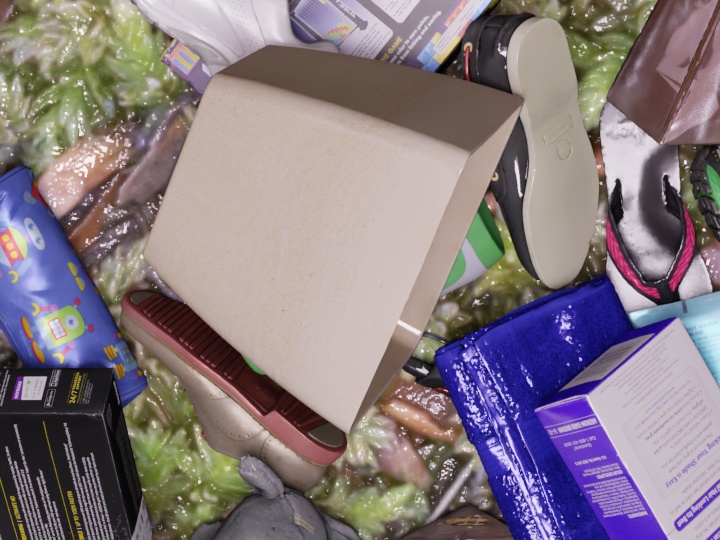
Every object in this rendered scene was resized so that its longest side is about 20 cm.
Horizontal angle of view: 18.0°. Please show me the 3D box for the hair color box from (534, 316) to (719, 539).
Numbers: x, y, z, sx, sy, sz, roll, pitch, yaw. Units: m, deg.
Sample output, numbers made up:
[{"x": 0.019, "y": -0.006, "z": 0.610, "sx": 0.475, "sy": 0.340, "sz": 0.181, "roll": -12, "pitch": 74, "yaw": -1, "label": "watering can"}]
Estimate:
[{"x": 0.216, "y": 0.147, "z": 1.551, "sx": 0.065, "sy": 0.109, "sz": 0.200, "roll": -24, "pitch": 100, "yaw": 54, "label": "hair color box"}]

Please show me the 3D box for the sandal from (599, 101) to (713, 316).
[{"x": 0.207, "y": -0.030, "z": 1.630, "sx": 0.075, "sy": 0.045, "sz": 0.201, "roll": -10, "pitch": 95, "yaw": 9, "label": "sandal"}]

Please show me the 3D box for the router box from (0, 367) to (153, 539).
[{"x": -0.238, "y": 0.157, "z": 1.658, "sx": 0.149, "sy": 0.051, "sz": 0.200, "roll": 0, "pitch": 132, "yaw": 7, "label": "router box"}]

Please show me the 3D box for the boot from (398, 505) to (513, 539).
[{"x": 0.127, "y": 0.271, "z": 1.665, "sx": 0.186, "sy": 0.064, "sz": 0.201, "roll": -5, "pitch": 92, "yaw": 8, "label": "boot"}]

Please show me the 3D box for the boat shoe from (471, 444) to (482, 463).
[{"x": 0.157, "y": 0.181, "z": 1.649, "sx": 0.063, "sy": 0.074, "sz": 0.201, "roll": -42, "pitch": 95, "yaw": 9, "label": "boat shoe"}]

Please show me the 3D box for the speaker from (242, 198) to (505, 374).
[{"x": 0.000, "y": 0.000, "z": 1.642, "sx": 0.199, "sy": 0.088, "sz": 0.089, "roll": -27, "pitch": 93, "yaw": 10, "label": "speaker"}]

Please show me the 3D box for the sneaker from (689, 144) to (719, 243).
[{"x": 0.312, "y": -0.020, "z": 1.610, "sx": 0.200, "sy": 0.078, "sz": 0.085, "roll": 43, "pitch": 94, "yaw": -8, "label": "sneaker"}]

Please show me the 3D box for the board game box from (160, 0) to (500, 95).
[{"x": -0.019, "y": -0.177, "z": 1.638, "sx": 0.165, "sy": 0.057, "sz": 0.200, "roll": 41, "pitch": 101, "yaw": 4, "label": "board game box"}]

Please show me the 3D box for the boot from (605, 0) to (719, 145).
[{"x": 0.286, "y": -0.164, "z": 1.582, "sx": 0.186, "sy": 0.064, "sz": 0.201, "roll": 21, "pitch": 89, "yaw": 19, "label": "boot"}]

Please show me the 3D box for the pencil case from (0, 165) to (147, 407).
[{"x": -0.237, "y": 0.022, "z": 1.679, "sx": 0.087, "sy": 0.078, "sz": 0.200, "roll": -30, "pitch": 92, "yaw": -19, "label": "pencil case"}]

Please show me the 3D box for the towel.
[{"x": 0.153, "y": 0.117, "z": 1.587, "sx": 0.147, "sy": 0.050, "sz": 0.201, "roll": -24, "pitch": 92, "yaw": -18, "label": "towel"}]

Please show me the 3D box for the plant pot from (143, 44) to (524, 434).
[{"x": -0.025, "y": -0.044, "z": 1.492, "sx": 0.177, "sy": 0.200, "sz": 0.201, "roll": 26, "pitch": 110, "yaw": 7, "label": "plant pot"}]

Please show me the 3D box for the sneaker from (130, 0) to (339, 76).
[{"x": -0.095, "y": -0.192, "z": 1.590, "sx": 0.200, "sy": 0.078, "sz": 0.099, "roll": 44, "pitch": 94, "yaw": -7, "label": "sneaker"}]

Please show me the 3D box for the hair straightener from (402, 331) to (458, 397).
[{"x": 0.111, "y": 0.080, "z": 1.649, "sx": 0.200, "sy": 0.041, "sz": 0.077, "roll": 28, "pitch": 142, "yaw": 9, "label": "hair straightener"}]

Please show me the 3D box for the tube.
[{"x": 0.254, "y": 0.116, "z": 1.629, "sx": 0.077, "sy": 0.050, "sz": 0.201, "roll": -15, "pitch": 100, "yaw": 5, "label": "tube"}]

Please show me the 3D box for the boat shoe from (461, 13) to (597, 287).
[{"x": 0.119, "y": -0.085, "z": 1.606, "sx": 0.063, "sy": 0.074, "sz": 0.202, "roll": 13, "pitch": 124, "yaw": 44, "label": "boat shoe"}]

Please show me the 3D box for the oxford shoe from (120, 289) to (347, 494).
[{"x": -0.108, "y": 0.094, "z": 1.677, "sx": 0.200, "sy": 0.070, "sz": 0.075, "roll": 40, "pitch": 115, "yaw": 8, "label": "oxford shoe"}]

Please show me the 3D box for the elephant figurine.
[{"x": -0.098, "y": 0.252, "z": 1.672, "sx": 0.200, "sy": 0.141, "sz": 0.156, "roll": -28, "pitch": 63, "yaw": 25, "label": "elephant figurine"}]
